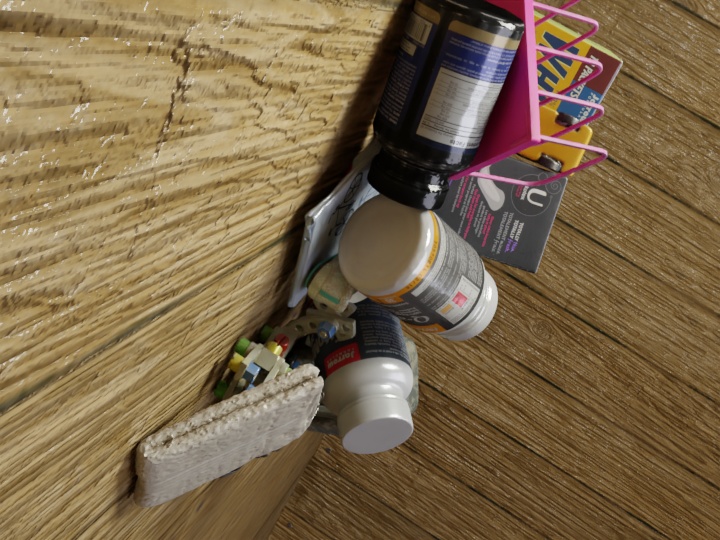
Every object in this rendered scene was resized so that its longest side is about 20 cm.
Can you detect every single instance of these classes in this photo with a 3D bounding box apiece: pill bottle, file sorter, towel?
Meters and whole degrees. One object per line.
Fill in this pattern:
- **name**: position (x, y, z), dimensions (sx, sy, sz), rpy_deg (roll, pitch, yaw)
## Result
- **pill bottle**: position (0.071, 0.003, 1.046), dimensions (0.199, 0.116, 0.117), rpy_deg (35, 85, -50)
- **pill bottle**: position (0.077, -0.169, 0.932), dimensions (0.203, 0.110, 0.112), rpy_deg (-69, 170, 22)
- **file sorter**: position (0.176, -0.205, 1.001), dimensions (0.138, 0.124, 0.204), rpy_deg (-20, -112, 57)
- **pill bottle**: position (0.002, 0.115, 1.165), dimensions (0.120, 0.117, 0.202), rpy_deg (115, -31, -48)
- **towel**: position (-0.130, 0.161, 0.923), dimensions (0.198, 0.035, 0.133), rpy_deg (-22, 154, -26)

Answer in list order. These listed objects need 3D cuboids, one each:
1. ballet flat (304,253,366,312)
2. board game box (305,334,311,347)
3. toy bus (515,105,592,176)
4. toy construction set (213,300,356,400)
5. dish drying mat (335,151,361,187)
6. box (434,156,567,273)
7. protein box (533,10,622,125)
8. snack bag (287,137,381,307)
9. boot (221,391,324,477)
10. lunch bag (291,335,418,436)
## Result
- **ballet flat**: position (0.000, 0.000, 1.103), dimensions (0.200, 0.062, 0.068), rpy_deg (-41, 163, -57)
- **board game box**: position (-0.005, 0.008, 1.327), dimensions (0.201, 0.063, 0.149), rpy_deg (116, -1, -48)
- **toy bus**: position (0.173, -0.180, 1.123), dimensions (0.078, 0.197, 0.066), rpy_deg (-45, 160, -82)
- **toy construction set**: position (-0.091, 0.096, 1.066), dimensions (0.199, 0.092, 0.132), rpy_deg (-38, 162, -44)
- **dish drying mat**: position (-0.022, -0.066, 1.146), dimensions (0.077, 0.018, 0.201), rpy_deg (-56, 173, -23)
- **box**: position (0.134, -0.089, 1.148), dimensions (0.106, 0.197, 0.124), rpy_deg (-75, -176, -83)
- **protein box**: position (0.220, -0.267, 1.240), dimensions (0.136, 0.196, 0.200), rpy_deg (-63, 179, 19)
- **snack bag**: position (-0.018, -0.065, 1.052), dimensions (0.200, 0.021, 0.189), rpy_deg (-50, 169, -32)
- **boot**: position (-0.098, 0.177, 1.164), dimensions (0.173, 0.069, 0.200), rpy_deg (-32, -166, 46)
- **lunch bag**: position (-0.029, 0.177, 1.398), dimensions (0.167, 0.197, 0.142), rpy_deg (-31, 124, -60)
